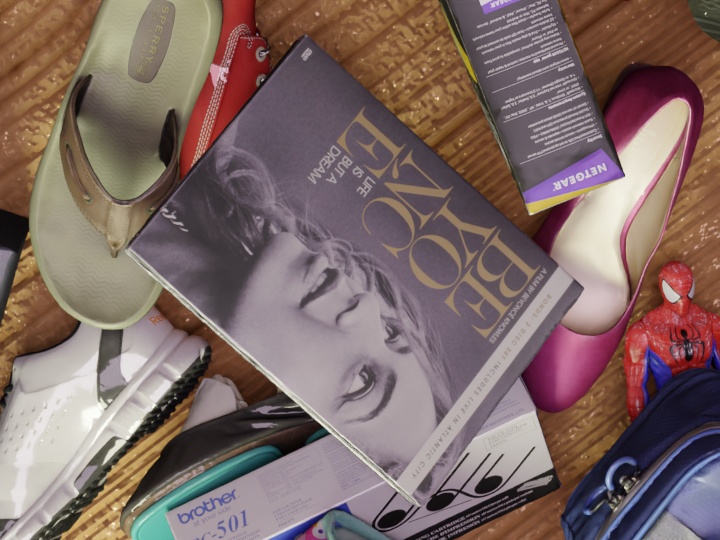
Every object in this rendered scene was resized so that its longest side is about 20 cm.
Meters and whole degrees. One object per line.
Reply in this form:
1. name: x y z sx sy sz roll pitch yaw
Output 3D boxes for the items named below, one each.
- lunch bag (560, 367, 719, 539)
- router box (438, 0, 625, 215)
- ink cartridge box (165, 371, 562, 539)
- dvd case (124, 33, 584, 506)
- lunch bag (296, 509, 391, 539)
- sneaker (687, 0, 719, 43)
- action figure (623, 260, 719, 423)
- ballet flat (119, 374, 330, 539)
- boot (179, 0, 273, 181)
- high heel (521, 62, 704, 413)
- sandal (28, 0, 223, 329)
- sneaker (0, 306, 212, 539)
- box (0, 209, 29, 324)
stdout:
1. lunch bag: 0.201 0.153 1.366 0.200 0.132 0.136 34 103 -15
2. router box: 0.071 -0.124 1.325 0.052 0.200 0.158 -21 102 3
3. ink cartridge box: 0.004 0.122 1.416 0.200 0.094 0.044 -25 57 -2
4. dvd case: 0.000 0.000 1.354 0.200 0.016 0.149 42 72 -10
5. lunch bag: 0.000 0.240 1.417 0.170 0.122 0.200 -43 137 16
6. sneaker: 0.234 -0.152 1.347 0.076 0.199 0.115 23 91 34
7. action figure: 0.179 0.092 1.440 0.065 0.052 0.201 -9 103 -6
8. ballet flat: -0.044 0.082 1.432 0.200 0.068 0.069 -22 59 -8
9. boot: -0.049 -0.097 1.395 0.144 0.072 0.200 23 107 -7
10. high heel: 0.132 -0.012 1.401 0.067 0.096 0.200 21 99 -8
11. sandal: -0.122 -0.062 1.343 0.080 0.057 0.201 12 112 -4
12. sneaker: -0.170 0.093 1.433 0.080 0.074 0.200 41 92 6
13. box: -0.295 0.036 1.392 0.199 0.104 0.183 17 99 -5
